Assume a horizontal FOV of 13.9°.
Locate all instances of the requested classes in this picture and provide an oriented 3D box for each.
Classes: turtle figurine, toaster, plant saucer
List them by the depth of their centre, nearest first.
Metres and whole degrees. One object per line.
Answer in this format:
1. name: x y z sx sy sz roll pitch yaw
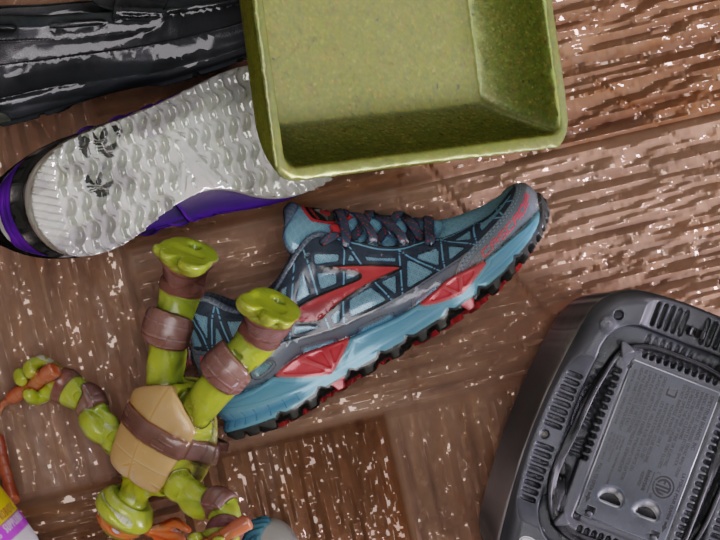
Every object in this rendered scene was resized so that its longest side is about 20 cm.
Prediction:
1. turtle figurine: -0.087 0.077 1.444 0.200 0.064 0.162 38 110 33
2. plant saucer: 0.007 -0.150 1.462 0.200 0.048 0.200 -9 92 -41
3. toaster: 0.131 0.086 1.474 0.113 0.129 0.201 20 89 -7

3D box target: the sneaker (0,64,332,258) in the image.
1. sneaker: -0.104 -0.052 1.472 0.200 0.099 0.070 -17 93 -37

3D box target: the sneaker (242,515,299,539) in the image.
1. sneaker: 0.001 0.206 1.493 0.081 0.076 0.200 -31 101 -12

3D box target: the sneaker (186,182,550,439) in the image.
1. sneaker: 0.000 0.000 1.483 0.200 0.079 0.096 -31 92 -6

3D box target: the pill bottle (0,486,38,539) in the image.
1. pill bottle: -0.253 0.089 1.441 0.104 0.104 0.200 -37 94 -5

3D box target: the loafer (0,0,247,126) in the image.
1. loafer: -0.119 -0.124 1.472 0.200 0.068 0.071 -14 102 -3
